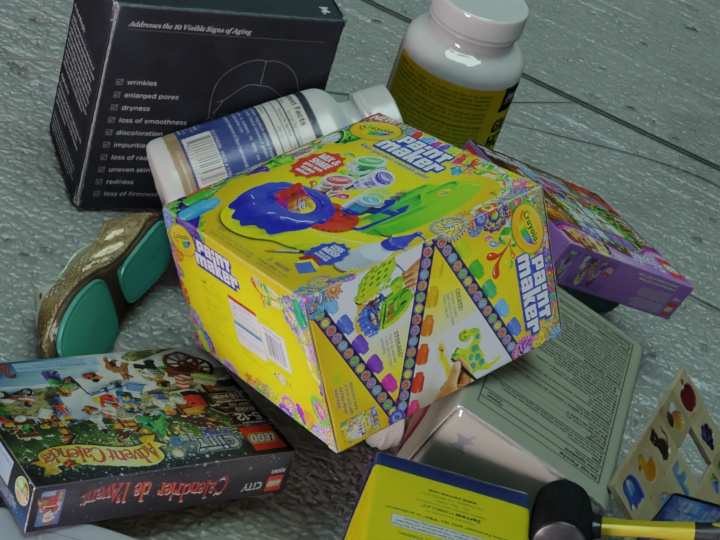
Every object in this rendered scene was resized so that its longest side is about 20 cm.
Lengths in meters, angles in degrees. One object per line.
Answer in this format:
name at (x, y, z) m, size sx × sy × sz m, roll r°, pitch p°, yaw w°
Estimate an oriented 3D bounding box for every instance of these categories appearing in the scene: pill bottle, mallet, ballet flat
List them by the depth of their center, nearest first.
mallet at (0.205, 0.172, 1.046) m, size 0.200 × 0.041 × 0.066 m, roll 4°, pitch 21°, yaw 16°
ballet flat at (-0.207, 0.020, 1.242) m, size 0.065 × 0.071 × 0.200 m, roll 0°, pitch 27°, yaw 21°
pill bottle at (-0.064, -0.083, 1.332) m, size 0.200 × 0.111 × 0.111 m, roll -19°, pitch 45°, yaw -9°
pill bottle at (0.081, -0.162, 1.484) m, size 0.112 × 0.200 × 0.112 m, roll 13°, pitch 36°, yaw -9°

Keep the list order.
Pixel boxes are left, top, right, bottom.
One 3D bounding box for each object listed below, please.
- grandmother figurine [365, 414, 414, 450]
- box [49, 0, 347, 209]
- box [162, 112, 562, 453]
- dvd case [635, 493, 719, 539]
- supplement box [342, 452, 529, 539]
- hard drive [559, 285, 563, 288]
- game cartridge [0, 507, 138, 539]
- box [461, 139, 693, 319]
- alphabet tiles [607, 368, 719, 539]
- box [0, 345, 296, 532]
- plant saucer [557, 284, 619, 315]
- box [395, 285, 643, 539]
grandmother figurine at (-0.017, 0.058, 1.276) m, size 0.121 × 0.061 × 0.200 m, roll -27°, pitch 54°, yaw -12°
box at (-0.142, -0.164, 1.386) m, size 0.200 × 0.197 × 0.124 m, roll 1°, pitch 40°, yaw -25°
box at (0.000, 0.000, 1.146) m, size 0.193 × 0.122 × 0.200 m, roll -26°, pitch 31°, yaw -25°
dvd case at (0.271, 0.204, 1.050) m, size 0.200 × 0.018 × 0.143 m, roll 14°, pitch 24°, yaw 26°
supplement box at (0.036, 0.230, 1.024) m, size 0.109 × 0.109 × 0.200 m, roll 16°, pitch 36°, yaw -3°
hard drive at (0.112, 0.019, 1.409) m, size 0.132 × 0.027 × 0.200 m, roll 15°, pitch 35°, yaw -6°
game cartridge at (-0.188, 0.211, 1.008) m, size 0.200 × 0.040 × 0.133 m, roll 16°, pitch 39°, yaw -5°
box at (0.173, -0.032, 1.338) m, size 0.200 × 0.039 × 0.137 m, roll 16°, pitch 27°, yaw -50°
alphabet tiles at (0.239, 0.187, 1.174) m, size 0.167 × 0.008 × 0.200 m, roll 60°, pitch 37°, yaw -11°
box at (-0.163, 0.109, 1.120) m, size 0.200 × 0.038 × 0.137 m, roll -4°, pitch 33°, yaw -38°
plant saucer at (0.139, -0.016, 1.423) m, size 0.200 × 0.027 × 0.200 m, roll 13°, pitch 37°, yaw -10°
box at (0.115, 0.108, 1.200) m, size 0.128 × 0.109 × 0.200 m, roll 35°, pitch 36°, yaw -5°
